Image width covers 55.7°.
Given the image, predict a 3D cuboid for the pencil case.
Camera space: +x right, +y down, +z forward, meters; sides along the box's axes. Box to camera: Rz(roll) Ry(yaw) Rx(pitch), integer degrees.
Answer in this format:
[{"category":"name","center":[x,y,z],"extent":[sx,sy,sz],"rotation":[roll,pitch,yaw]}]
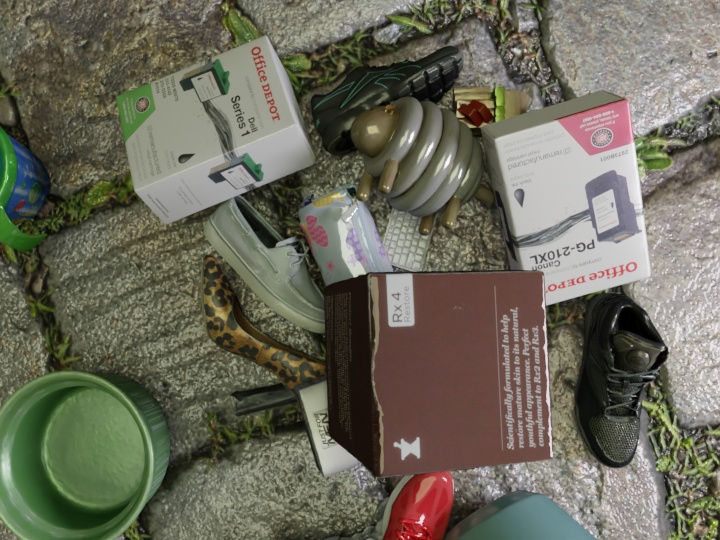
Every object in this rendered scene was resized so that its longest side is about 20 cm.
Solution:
[{"category":"pencil case","center":[0.000,0.000,0.802],"extent":[0.090,0.083,0.203],"rotation":[-24,86,38]}]

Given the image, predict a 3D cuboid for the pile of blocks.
[{"category":"pile of blocks","center":[0.199,-0.172,0.807],"extent":[0.197,0.062,0.083],"rotation":[24,89,2]}]

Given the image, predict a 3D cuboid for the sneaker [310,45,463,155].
[{"category":"sneaker","center":[0.029,-0.221,0.815],"extent":[0.198,0.075,0.080],"rotation":[-29,69,1]}]

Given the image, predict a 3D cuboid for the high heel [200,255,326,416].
[{"category":"high heel","center":[-0.107,0.066,0.811],"extent":[0.140,0.071,0.203],"rotation":[-14,100,6]}]

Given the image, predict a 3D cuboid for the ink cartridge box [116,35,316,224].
[{"category":"ink cartridge box","center":[-0.169,-0.166,0.801],"extent":[0.197,0.085,0.148],"rotation":[-22,64,2]}]

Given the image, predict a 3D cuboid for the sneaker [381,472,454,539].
[{"category":"sneaker","center":[0.050,0.306,0.702],"extent":[0.077,0.116,0.203],"rotation":[23,91,-5]}]

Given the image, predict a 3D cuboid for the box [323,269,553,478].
[{"category":"box","center":[0.062,0.089,0.656],"extent":[0.161,0.200,0.169],"rotation":[-1,87,-14]}]

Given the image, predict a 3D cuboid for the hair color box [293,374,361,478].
[{"category":"hair color box","center":[0.032,0.150,0.780],"extent":[0.197,0.061,0.101],"rotation":[-17,89,-14]}]

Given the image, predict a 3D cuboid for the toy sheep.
[{"category":"toy sheep","center":[0.073,-0.121,0.776],"extent":[0.198,0.138,0.140],"rotation":[27,89,-27]}]

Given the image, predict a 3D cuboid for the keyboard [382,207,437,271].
[{"category":"keyboard","center":[0.075,-0.101,0.840],"extent":[0.055,0.011,0.203],"rotation":[16,89,4]}]

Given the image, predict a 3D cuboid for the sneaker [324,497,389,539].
[{"category":"sneaker","center":[-0.006,0.321,0.795],"extent":[0.197,0.075,0.117],"rotation":[17,88,-1]}]

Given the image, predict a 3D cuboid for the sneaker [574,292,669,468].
[{"category":"sneaker","center":[0.291,0.127,0.767],"extent":[0.075,0.114,0.203],"rotation":[4,89,5]}]

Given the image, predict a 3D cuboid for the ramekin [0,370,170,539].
[{"category":"ramekin","center":[-0.324,0.216,0.805],"extent":[0.196,0.098,0.204],"rotation":[0,87,3]}]

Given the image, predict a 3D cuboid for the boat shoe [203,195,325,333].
[{"category":"boat shoe","center":[-0.100,-0.012,0.810],"extent":[0.200,0.070,0.072],"rotation":[43,112,7]}]

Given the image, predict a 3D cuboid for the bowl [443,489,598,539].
[{"category":"bowl","center":[0.161,0.317,0.741],"extent":[0.199,0.201,0.106],"rotation":[-33,58,1]}]

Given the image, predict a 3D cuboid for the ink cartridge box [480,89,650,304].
[{"category":"ink cartridge box","center":[0.228,-0.076,0.756],"extent":[0.142,0.085,0.203],"rotation":[-15,110,5]}]

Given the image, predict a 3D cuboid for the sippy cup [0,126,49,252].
[{"category":"sippy cup","center":[-0.446,-0.110,0.812],"extent":[0.137,0.130,0.181],"rotation":[-2,87,4]}]
